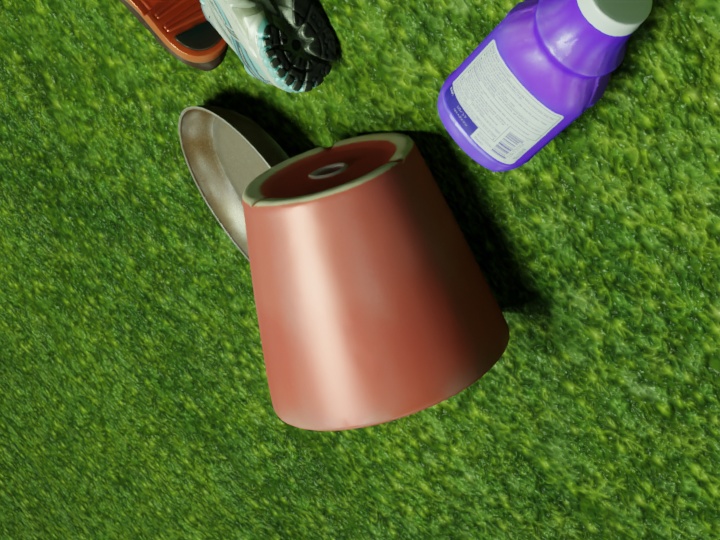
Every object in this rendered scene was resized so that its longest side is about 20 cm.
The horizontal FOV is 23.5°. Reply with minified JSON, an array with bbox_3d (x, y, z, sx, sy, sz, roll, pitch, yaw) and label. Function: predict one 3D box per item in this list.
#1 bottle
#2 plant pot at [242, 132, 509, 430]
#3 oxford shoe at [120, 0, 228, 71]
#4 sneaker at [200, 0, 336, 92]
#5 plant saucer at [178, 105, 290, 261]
[{"bbox_3d":[0.122,-0.137,1.141,0.084,0.065,0.200,46,150,0],"label":"bottle"},{"bbox_3d":[0.000,0.000,1.354,0.200,0.200,0.179,4,118,50],"label":"plant pot"},{"bbox_3d":[-0.181,-0.241,1.412,0.201,0.071,0.073,54,169,7],"label":"oxford shoe"},{"bbox_3d":[-0.102,-0.222,1.323,0.086,0.078,0.201,8,132,52],"label":"sneaker"},{"bbox_3d":[-0.086,-0.064,1.504,0.200,0.032,0.201,43,157,23],"label":"plant saucer"}]
